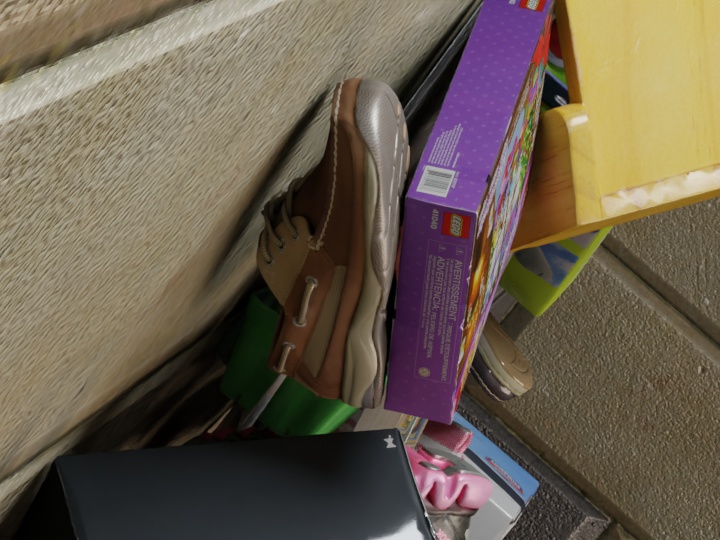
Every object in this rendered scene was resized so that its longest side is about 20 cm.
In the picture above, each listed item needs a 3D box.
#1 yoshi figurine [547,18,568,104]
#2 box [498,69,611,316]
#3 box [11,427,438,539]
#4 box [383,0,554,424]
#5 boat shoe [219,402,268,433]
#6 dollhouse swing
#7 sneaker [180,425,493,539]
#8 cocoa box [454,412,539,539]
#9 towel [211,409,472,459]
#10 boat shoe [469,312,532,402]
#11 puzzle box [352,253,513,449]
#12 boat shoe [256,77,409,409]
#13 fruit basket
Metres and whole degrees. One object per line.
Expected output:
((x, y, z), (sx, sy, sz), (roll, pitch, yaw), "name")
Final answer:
((0.178, -0.164, 1.480), (0.112, 0.112, 0.200), (-65, -177, -41), "yoshi figurine")
((0.110, -0.054, 1.514), (0.048, 0.122, 0.200), (-46, 173, -23), "box")
((-0.080, 0.156, 1.212), (0.199, 0.079, 0.141), (-3, 144, -28), "box")
((0.058, -0.038, 1.188), (0.201, 0.039, 0.138), (-68, 167, -49), "box")
((-0.064, 0.125, 1.446), (0.073, 0.062, 0.200), (-59, -174, 18), "boat shoe")
((0.168, -0.124, 1.342), (0.199, 0.177, 0.182), (-16, 178, -21), "dollhouse swing")
((-0.021, 0.148, 1.349), (0.079, 0.199, 0.096), (-139, -119, -68), "sneaker")
((0.019, 0.163, 1.792), (0.134, 0.200, 0.131), (-51, 174, 14), "cocoa box")
((-0.034, 0.136, 1.543), (0.200, 0.146, 0.030), (-45, 162, -34), "towel")
((0.057, 0.040, 1.597), (0.065, 0.072, 0.200), (-42, -143, 4), "boat shoe")
((0.041, 0.058, 1.459), (0.201, 0.025, 0.133), (-63, 169, 1), "puzzle box")
((-0.017, -0.009, 1.113), (0.076, 0.071, 0.201), (-76, 173, -47), "boat shoe")
((0.000, 0.000, 1.324), (0.201, 0.093, 0.185), (-62, 172, 9), "fruit basket")
